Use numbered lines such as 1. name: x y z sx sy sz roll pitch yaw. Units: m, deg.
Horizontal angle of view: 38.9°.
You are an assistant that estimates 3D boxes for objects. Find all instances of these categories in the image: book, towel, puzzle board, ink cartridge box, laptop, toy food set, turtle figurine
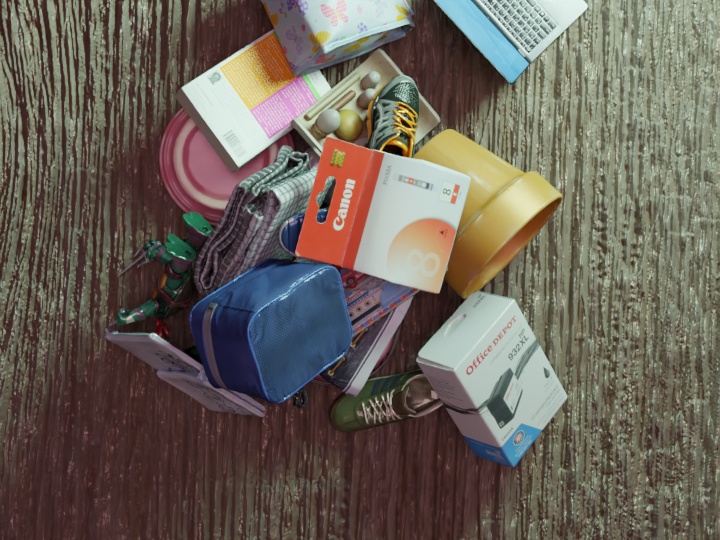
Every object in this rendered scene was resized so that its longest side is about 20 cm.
1. book: -0.144 -0.247 1.446 0.200 0.048 0.134 -40 97 -30
2. towel: -0.136 -0.064 1.395 0.085 0.166 0.201 35 123 11
3. puzzle board: 0.000 0.000 1.412 0.200 0.017 0.151 -35 60 -2
4. ink cartridge box: 0.189 0.153 1.442 0.145 0.084 0.200 -46 121 -23
5. ink cartridge box: 0.032 -0.071 1.315 0.199 0.050 0.163 14 94 -26
6. laptop: 0.214 -0.396 1.477 0.200 0.116 0.187 -44 94 -2
7. toy food set: 0.010 -0.213 1.462 0.144 0.060 0.200 48 61 -4
8. turtle figurine: -0.281 0.014 1.450 0.100 0.150 0.200 23 129 -22

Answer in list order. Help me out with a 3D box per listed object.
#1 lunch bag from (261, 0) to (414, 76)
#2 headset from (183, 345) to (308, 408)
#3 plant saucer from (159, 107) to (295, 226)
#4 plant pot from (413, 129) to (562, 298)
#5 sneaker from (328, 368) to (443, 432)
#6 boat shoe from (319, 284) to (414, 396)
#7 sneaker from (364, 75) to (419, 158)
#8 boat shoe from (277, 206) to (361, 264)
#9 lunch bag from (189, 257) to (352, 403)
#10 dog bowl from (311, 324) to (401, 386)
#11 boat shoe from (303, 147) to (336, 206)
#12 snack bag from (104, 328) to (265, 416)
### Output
1. lunch bag: -0.032 -0.389 1.454 0.199 0.127 0.170 -28 94 -30
2. headset: -0.157 0.139 1.432 0.199 0.123 0.095 1 96 33
3. plant saucer: -0.194 -0.163 1.484 0.199 0.051 0.202 0 91 -3
4. plant pot: 0.152 -0.095 1.450 0.200 0.200 0.183 -44 78 -2
5. sneaker: 0.050 0.187 1.486 0.199 0.090 0.067 -18 93 -3
6. boat shoe: 0.002 0.070 1.418 0.091 0.071 0.201 29 89 -5
7. sneaker: 0.048 -0.183 1.410 0.078 0.077 0.201 26 67 -25
8. boat shoe: -0.023 -0.053 1.365 0.199 0.072 0.073 -2 105 -25
9. lunch bag: -0.113 0.067 1.312 0.200 0.132 0.137 -33 120 -42
10. dog bowl: -0.035 0.074 1.488 0.199 0.074 0.201 0 91 -4
11. boat shoe: -0.007 -0.107 1.490 0.200 0.067 0.074 43 88 -4
12. snack bag: -0.243 0.141 1.392 0.200 0.188 0.021 39 69 -25
